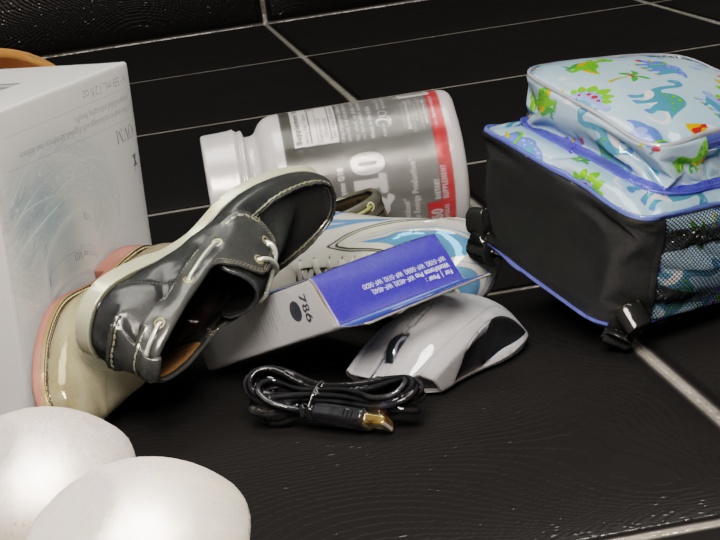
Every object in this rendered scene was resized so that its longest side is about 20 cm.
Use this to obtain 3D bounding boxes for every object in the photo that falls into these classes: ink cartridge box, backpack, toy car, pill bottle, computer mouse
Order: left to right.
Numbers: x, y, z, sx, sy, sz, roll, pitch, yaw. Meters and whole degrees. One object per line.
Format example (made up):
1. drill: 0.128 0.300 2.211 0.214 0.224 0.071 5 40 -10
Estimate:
1. toy car: -0.077 0.151 0.689 0.150 0.175 0.200 -50 28 -15
2. pill bottle: -0.021 -0.073 1.653 0.200 0.114 0.114 -9 13 -4
3. ink cartridge box: -0.016 0.018 1.298 0.099 0.039 0.200 -20 2 -34
4. computer mouse: 0.029 0.047 1.259 0.110 0.044 0.200 0 15 35
5. backpack: 0.196 -0.056 1.344 0.200 0.147 0.183 -7 27 -35

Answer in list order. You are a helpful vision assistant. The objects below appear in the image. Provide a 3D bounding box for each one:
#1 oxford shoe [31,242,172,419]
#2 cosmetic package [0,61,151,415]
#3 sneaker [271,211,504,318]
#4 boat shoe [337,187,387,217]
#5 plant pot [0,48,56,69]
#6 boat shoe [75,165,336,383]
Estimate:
1. oxford shoe: -0.141 0.035 1.289 0.074 0.071 0.200 -11 28 23
2. cosmetic package: -0.228 -0.019 1.351 0.123 0.200 0.199 -1 15 19
3. sneaker: 0.000 0.000 1.430 0.200 0.072 0.072 -4 21 32
4. boat shoe: -0.074 -0.015 1.551 0.202 0.060 0.072 -12 13 -16
5. plant pot: -0.299 -0.057 1.631 0.200 0.200 0.140 -21 1 -44
6. boat shoe: -0.077 0.003 1.255 0.068 0.072 0.200 22 43 35
